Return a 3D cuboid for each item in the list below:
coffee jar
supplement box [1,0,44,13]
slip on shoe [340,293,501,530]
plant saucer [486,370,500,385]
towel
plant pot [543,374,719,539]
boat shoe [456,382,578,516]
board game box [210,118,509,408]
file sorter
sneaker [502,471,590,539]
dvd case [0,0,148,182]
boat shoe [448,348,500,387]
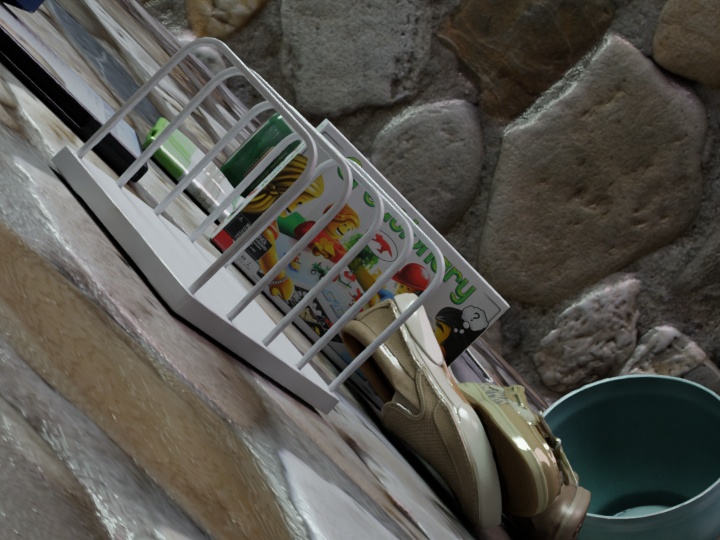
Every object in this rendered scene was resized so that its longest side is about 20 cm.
[{"bbox_3d":[-0.034,-0.046,1.924,0.200,0.104,0.085,45,2,2],"label":"coffee jar"},{"bbox_3d":[-0.263,-0.333,1.533,0.200,0.200,0.134,44,-9,-29],"label":"supplement box"},{"bbox_3d":[0.044,0.105,1.514,0.076,0.060,0.200,94,-23,-57],"label":"slip on shoe"},{"bbox_3d":[0.104,0.104,2.396,0.200,0.037,0.200,46,4,-4],"label":"plant saucer"},{"bbox_3d":[-0.103,-0.051,1.775,0.200,0.031,0.149,45,3,-9],"label":"towel"},{"bbox_3d":[0.261,0.212,1.958,0.200,0.200,0.135,-130,-159,-54],"label":"plant pot"},{"bbox_3d":[0.114,0.119,1.516,0.200,0.062,0.074,-127,-152,-70],"label":"boat shoe"},{"bbox_3d":[0.000,0.000,1.595,0.200,0.126,0.035,45,3,-8],"label":"board game box"},{"bbox_3d":[-0.058,-0.029,1.257,0.139,0.125,0.200,47,4,32],"label":"file sorter"},{"bbox_3d":[0.136,0.189,1.689,0.075,0.071,0.200,23,3,1],"label":"sneaker"},{"bbox_3d":[-0.228,-0.147,1.481,0.200,0.018,0.143,45,3,-16],"label":"dvd case"},{"bbox_3d":[0.066,0.092,1.661,0.200,0.073,0.063,49,20,13],"label":"boat shoe"}]
